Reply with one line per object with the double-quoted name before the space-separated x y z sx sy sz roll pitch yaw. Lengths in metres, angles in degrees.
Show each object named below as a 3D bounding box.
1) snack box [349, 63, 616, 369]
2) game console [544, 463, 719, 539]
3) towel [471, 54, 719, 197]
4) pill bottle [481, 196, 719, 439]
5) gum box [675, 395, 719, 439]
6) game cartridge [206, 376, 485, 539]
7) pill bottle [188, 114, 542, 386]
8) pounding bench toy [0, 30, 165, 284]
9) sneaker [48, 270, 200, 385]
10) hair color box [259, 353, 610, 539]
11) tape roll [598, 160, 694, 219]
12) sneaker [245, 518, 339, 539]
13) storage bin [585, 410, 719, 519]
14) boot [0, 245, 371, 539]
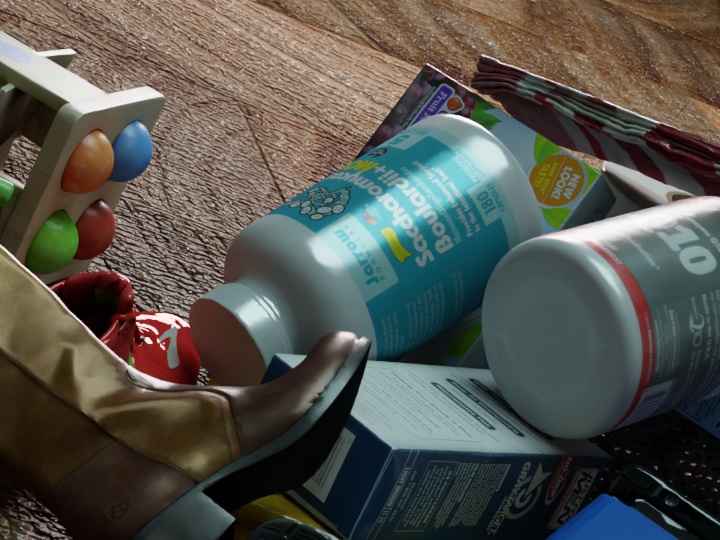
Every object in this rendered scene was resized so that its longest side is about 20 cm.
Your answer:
"snack box" 0.040 -0.006 1.747 0.142 0.200 0.053 34 -7 24
"game console" 0.188 0.206 1.505 0.200 0.118 0.171 36 -13 25
"towel" 0.175 -0.072 1.772 0.200 0.023 0.144 23 -4 25
"pill bottle" 0.174 0.020 1.625 0.200 0.114 0.114 -15 41 -43
"gum box" 0.199 0.035 1.802 0.200 0.045 0.170 35 18 26
"game cartridge" -0.007 0.124 1.577 0.176 0.033 0.200 24 18 -9
"pill bottle" 0.000 0.000 1.624 0.200 0.111 0.111 -33 53 -30
"pounding bench toy" -0.226 -0.068 1.668 0.156 0.125 0.200 31 17 14
"sneaker" -0.137 0.040 1.544 0.077 0.085 0.200 34 19 20
"hair color box" 0.036 0.099 1.565 0.100 0.061 0.200 38 19 35
"tape roll" 0.237 -0.010 1.860 0.202 0.037 0.203 25 16 -8
"sneaker" 0.034 0.184 1.396 0.200 0.075 0.087 36 8 21
"storage bin" 0.160 0.094 1.807 0.200 0.094 0.135 14 20 -37
"boot" -0.116 0.052 1.442 0.200 0.188 0.069 35 -24 15
